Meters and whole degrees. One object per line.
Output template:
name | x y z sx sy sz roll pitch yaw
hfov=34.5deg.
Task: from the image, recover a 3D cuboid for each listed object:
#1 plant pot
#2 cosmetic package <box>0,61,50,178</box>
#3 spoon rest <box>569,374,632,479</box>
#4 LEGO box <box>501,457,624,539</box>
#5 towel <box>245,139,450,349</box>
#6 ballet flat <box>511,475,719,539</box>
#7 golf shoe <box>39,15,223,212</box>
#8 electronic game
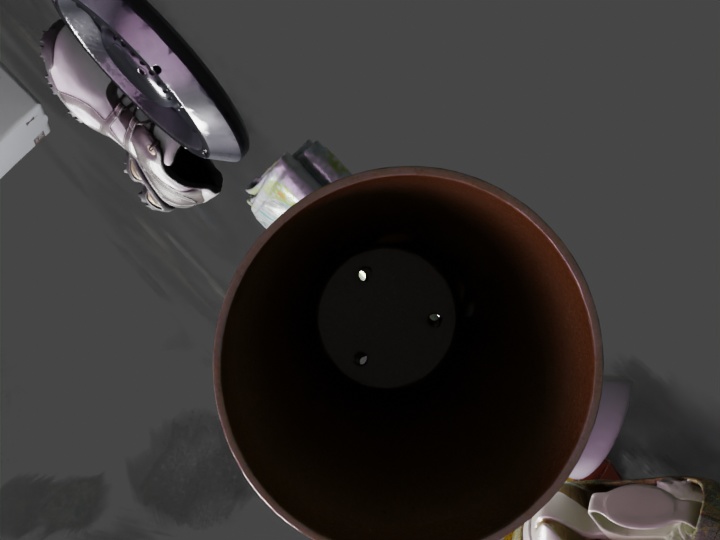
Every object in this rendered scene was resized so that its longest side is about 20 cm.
plant pot | 0.018 0.037 0.640 0.187 0.186 0.200 46 -179 -5
cosmetic package | -0.592 -0.244 1.719 0.200 0.165 0.165 46 169 -2
spoon rest | 0.105 0.096 0.721 0.098 0.061 0.200 8 171 -11
LEGO box | 0.086 0.175 0.863 0.200 0.149 0.077 29 160 54
towel | 0.000 0.000 0.826 0.200 0.048 0.171 47 168 -6
ballet flat | 0.143 0.148 0.675 0.071 0.071 0.199 49 147 -18
golf shoe | -0.185 -0.136 0.983 0.094 0.078 0.200 4 142 45
electronic game | -0.156 -0.156 0.854 0.200 0.042 0.200 42 168 11
